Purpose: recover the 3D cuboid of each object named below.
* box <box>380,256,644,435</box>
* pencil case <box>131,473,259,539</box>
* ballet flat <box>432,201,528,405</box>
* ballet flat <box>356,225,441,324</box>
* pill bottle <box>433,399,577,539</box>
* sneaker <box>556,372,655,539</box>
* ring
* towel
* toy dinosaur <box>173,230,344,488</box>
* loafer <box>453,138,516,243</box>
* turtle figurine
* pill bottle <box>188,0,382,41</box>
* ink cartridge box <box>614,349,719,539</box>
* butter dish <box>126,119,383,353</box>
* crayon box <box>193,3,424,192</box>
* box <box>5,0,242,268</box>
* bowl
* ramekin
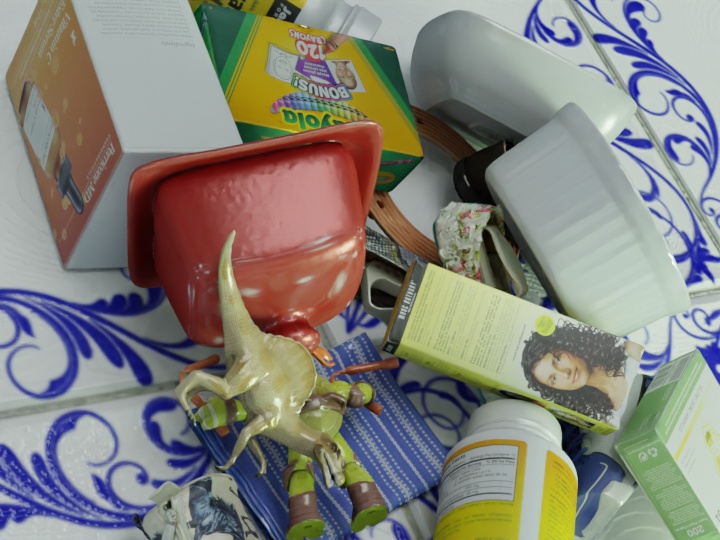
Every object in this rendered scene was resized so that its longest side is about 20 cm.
[{"bbox_3d":[0.121,0.062,1.425,0.198,0.050,0.076,20,76,-1],"label":"box"},{"bbox_3d":[-0.089,0.241,1.236,0.089,0.078,0.201,15,43,-55],"label":"pencil case"},{"bbox_3d":[0.114,0.037,1.482,0.075,0.063,0.202,-24,96,-56],"label":"ballet flat"},{"bbox_3d":[0.000,0.000,1.497,0.199,0.072,0.072,27,45,-9],"label":"ballet flat"},{"bbox_3d":[0.110,0.200,1.370,0.108,0.110,0.201,23,46,-12],"label":"pill bottle"},{"bbox_3d":[0.185,0.133,1.501,0.114,0.081,0.200,32,38,1],"label":"sneaker"},{"bbox_3d":[0.063,-0.067,1.604,0.199,0.019,0.202,27,41,-26],"label":"ring"},{"bbox_3d":[-0.026,0.135,1.403,0.199,0.024,0.145,-22,69,-41],"label":"towel"},{"bbox_3d":[-0.084,0.076,1.286,0.100,0.058,0.202,-29,102,-8],"label":"toy dinosaur"},{"bbox_3d":[0.177,-0.048,1.626,0.199,0.071,0.073,33,39,-19],"label":"loafer"},{"bbox_3d":[-0.030,0.118,1.356,0.198,0.064,0.163,-1,57,-35],"label":"turtle figurine"},{"bbox_3d":[-0.084,-0.245,1.619,0.199,0.112,0.112,31,44,-4],"label":"pill bottle"},{"bbox_3d":[0.293,0.186,1.469,0.201,0.048,0.146,57,33,-8],"label":"ink cartridge box"},{"bbox_3d":[-0.069,-0.001,1.345,0.197,0.201,0.149,-11,66,-13],"label":"butter dish"},{"bbox_3d":[-0.051,-0.143,1.497,0.198,0.058,0.120,8,55,-34],"label":"crayon box"},{"bbox_3d":[-0.193,-0.126,1.425,0.105,0.153,0.201,-2,55,-33],"label":"box"},{"bbox_3d":[0.137,-0.156,1.648,0.199,0.200,0.075,28,83,-10],"label":"bowl"},{"bbox_3d":[0.187,-0.031,1.504,0.097,0.201,0.202,-30,66,3],"label":"ramekin"}]
